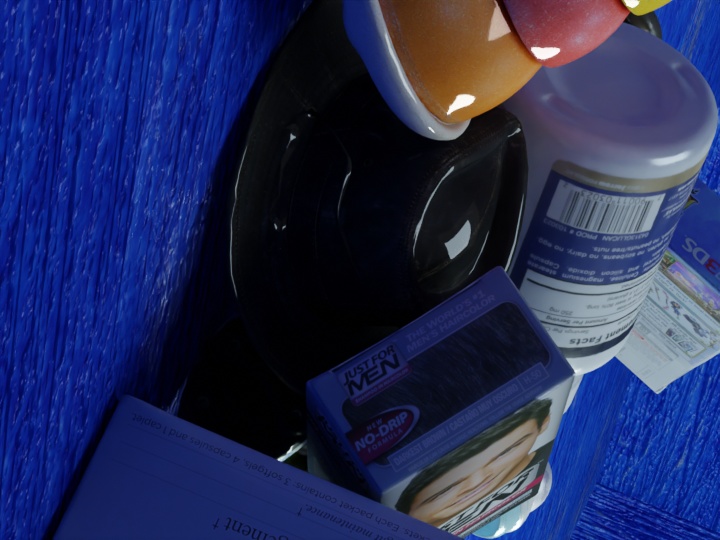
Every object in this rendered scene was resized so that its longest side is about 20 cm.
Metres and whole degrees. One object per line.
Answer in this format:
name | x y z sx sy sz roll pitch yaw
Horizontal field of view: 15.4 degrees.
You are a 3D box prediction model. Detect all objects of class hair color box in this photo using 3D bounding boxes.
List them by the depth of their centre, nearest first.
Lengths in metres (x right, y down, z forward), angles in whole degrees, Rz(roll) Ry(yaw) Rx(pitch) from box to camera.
hair color box | 0.032 0.077 1.190 0.099 0.061 0.200 -31 164 -11

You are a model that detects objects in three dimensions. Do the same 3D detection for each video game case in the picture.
video game case | 0.129 -0.030 1.460 0.045 0.200 0.181 -48 180 -17

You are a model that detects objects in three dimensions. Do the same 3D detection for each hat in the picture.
hat | 0.026 -0.033 1.184 0.200 0.081 0.202 -1 91 -55

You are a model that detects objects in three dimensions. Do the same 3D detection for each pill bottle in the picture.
pill bottle | 0.096 -0.018 1.327 0.111 0.111 0.201 -56 169 -49

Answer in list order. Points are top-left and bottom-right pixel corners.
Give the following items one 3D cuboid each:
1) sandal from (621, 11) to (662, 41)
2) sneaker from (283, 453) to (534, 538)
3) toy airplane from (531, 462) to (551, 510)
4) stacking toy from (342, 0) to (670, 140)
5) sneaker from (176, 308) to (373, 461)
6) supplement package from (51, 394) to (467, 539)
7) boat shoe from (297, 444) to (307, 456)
sandal | 0.124 -0.126 1.410 0.055 0.082 0.200 -48 178 -12
sneaker | 0.013 0.099 1.434 0.200 0.079 0.131 57 50 -26
toy airplane | 0.042 0.115 1.582 0.200 0.140 0.200 70 35 -58
stacking toy | 0.096 -0.142 1.091 0.146 0.199 0.147 -11 90 -71
sneaker | -0.025 0.022 1.258 0.201 0.072 0.073 -59 176 -27
supplement package | -0.051 0.194 1.123 0.147 0.190 0.201 81 31 -69
boat shoe | 0.000 0.001 1.345 0.072 0.066 0.202 122 -26 -74
